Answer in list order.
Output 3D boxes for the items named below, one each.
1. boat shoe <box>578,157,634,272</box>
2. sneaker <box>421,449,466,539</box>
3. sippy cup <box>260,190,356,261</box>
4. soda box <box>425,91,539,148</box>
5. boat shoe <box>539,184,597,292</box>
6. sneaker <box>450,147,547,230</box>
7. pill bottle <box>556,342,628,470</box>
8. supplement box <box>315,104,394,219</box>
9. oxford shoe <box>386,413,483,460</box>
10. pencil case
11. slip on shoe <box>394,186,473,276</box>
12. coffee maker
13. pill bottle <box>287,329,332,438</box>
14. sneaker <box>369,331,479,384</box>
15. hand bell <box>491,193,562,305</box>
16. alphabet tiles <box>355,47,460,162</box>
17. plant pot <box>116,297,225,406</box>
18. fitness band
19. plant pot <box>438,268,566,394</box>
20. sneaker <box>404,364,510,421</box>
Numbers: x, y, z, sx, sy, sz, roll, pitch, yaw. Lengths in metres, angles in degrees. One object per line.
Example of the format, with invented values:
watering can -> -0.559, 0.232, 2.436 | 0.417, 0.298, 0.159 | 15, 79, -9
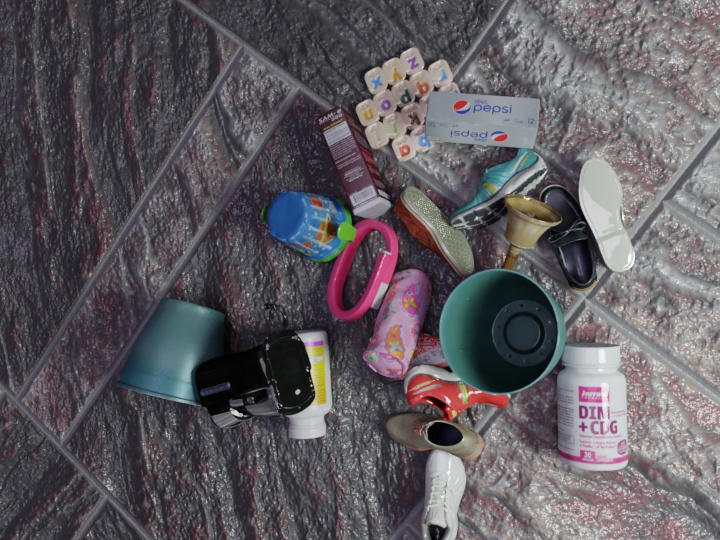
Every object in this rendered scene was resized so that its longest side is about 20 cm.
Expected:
boat shoe -> 0.424, -0.095, 1.096 | 0.072, 0.062, 0.201 | -15, 86, 10
sneaker -> 0.149, 0.425, 1.149 | 0.077, 0.099, 0.202 | 1, 89, 16
sippy cup -> -0.105, -0.092, 1.199 | 0.177, 0.130, 0.141 | -25, 71, 25
soda box -> 0.219, -0.273, 1.137 | 0.198, 0.064, 0.069 | 6, 66, 10
boat shoe -> 0.371, -0.060, 1.112 | 0.074, 0.062, 0.201 | -18, 83, 17
sneaker -> 0.247, -0.146, 1.155 | 0.200, 0.077, 0.080 | -37, 61, 8
pill bottle -> 0.395, 0.228, 1.073 | 0.112, 0.113, 0.202 | -2, 89, 16
supplement box -> -0.009, -0.203, 1.199 | 0.061, 0.109, 0.201 | -24, 82, 15
oxford shoe -> 0.123, 0.291, 1.147 | 0.199, 0.074, 0.071 | -1, 61, 37
pencil case -> 0.070, 0.091, 1.133 | 0.087, 0.088, 0.201 | 10, 53, 16
slip on shoe -> 0.139, -0.067, 1.183 | 0.200, 0.074, 0.061 | 49, 136, 5
coffee maker -> -0.197, 0.184, 1.160 | 0.199, 0.134, 0.193 | -19, 62, 36
pill bottle -> -0.109, 0.220, 1.224 | 0.103, 0.104, 0.202 | -4, 88, 16
sneaker -> 0.114, 0.136, 1.180 | 0.200, 0.067, 0.109 | -21, 86, 17
hand bell -> 0.271, -0.024, 1.124 | 0.104, 0.104, 0.201 | 26, 120, 15
alphabet tiles -> 0.093, -0.322, 1.220 | 0.199, 0.015, 0.197 | -25, 82, 14
plant pot -> -0.363, 0.161, 1.262 | 0.199, 0.200, 0.189 | 9, 77, 16
fitness band -> 0.000, 0.000, 1.193 | 0.143, 0.037, 0.201 | 26, 95, 51
plant pot -> 0.256, 0.105, 1.071 | 0.199, 0.161, 0.202 | -4, 82, 30
sneaker -> 0.172, 0.231, 1.127 | 0.198, 0.077, 0.085 | 12, 60, -8
